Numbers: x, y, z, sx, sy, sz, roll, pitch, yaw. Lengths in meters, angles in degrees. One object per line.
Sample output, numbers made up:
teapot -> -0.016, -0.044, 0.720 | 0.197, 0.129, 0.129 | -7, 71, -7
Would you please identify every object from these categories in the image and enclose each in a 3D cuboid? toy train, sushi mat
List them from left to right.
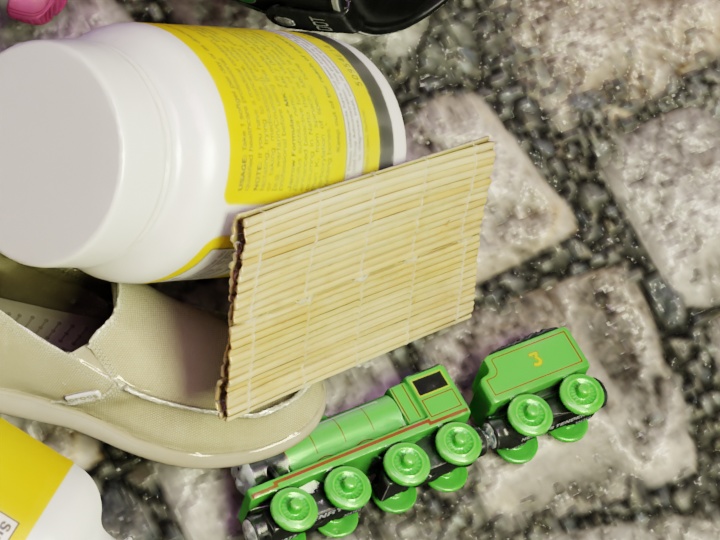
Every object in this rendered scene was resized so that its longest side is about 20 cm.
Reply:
sushi mat -> 0.000, 0.000, 1.174 | 0.012, 0.096, 0.200 | 22, 24, 30
toy train -> 0.027, 0.078, 1.216 | 0.200, 0.042, 0.056 | -19, 65, -24

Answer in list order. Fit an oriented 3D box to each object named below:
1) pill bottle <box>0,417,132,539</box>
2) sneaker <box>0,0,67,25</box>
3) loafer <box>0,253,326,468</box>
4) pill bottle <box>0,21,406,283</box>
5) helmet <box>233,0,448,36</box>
pill bottle -> -0.184, 0.109, 1.090 | 0.200, 0.112, 0.113 | 32, 62, -4
sneaker -> -0.170, -0.208, 1.255 | 0.088, 0.081, 0.201 | 6, 60, -11
loafer -> -0.108, 0.035, 1.161 | 0.199, 0.068, 0.076 | 9, 43, -14
pill bottle -> -0.078, -0.053, 1.146 | 0.200, 0.114, 0.115 | -4, 65, -56
helmet -> -0.025, -0.225, 1.243 | 0.191, 0.200, 0.200 | 38, 59, 25
